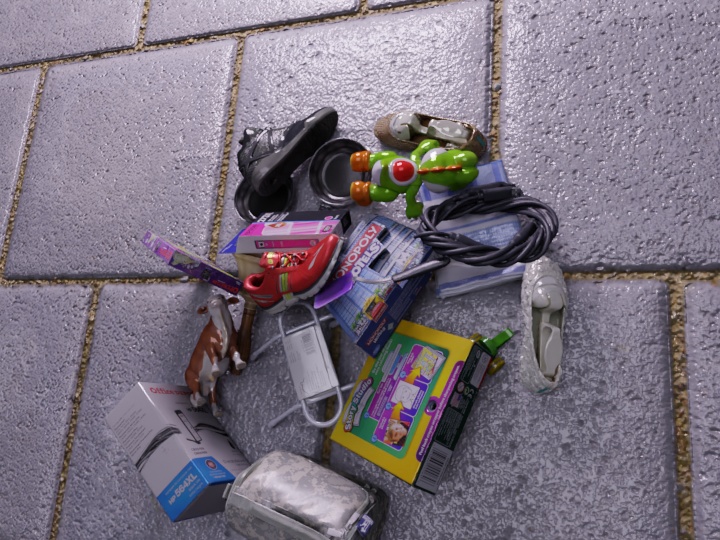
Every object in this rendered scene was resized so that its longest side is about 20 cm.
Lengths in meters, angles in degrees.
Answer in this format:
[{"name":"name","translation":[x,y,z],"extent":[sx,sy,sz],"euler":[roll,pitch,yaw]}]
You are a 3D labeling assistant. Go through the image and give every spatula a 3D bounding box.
[{"name":"spatula","translation":[0.029,0.011,0.864],"extent":[0.199,0.021,0.057],"euler":[-13,28,5]}]

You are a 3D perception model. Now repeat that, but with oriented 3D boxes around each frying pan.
[{"name":"frying pan","translation":[-0.142,-0.107,1.067],"extent":[0.115,0.031,0.190],"euler":[-46,64,-3]},{"name":"frying pan","translation":[-0.034,-0.126,1.033],"extent":[0.114,0.031,0.192],"euler":[1,84,18]}]

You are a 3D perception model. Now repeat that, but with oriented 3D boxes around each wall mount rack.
[{"name":"wall mount rack","translation":[-0.094,0.156,0.968],"extent":[0.173,0.075,0.201],"euler":[-22,70,9]}]

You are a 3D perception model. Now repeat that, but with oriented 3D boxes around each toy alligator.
[{"name":"toy alligator","translation":[0.140,0.149,0.894],"extent":[0.200,0.054,0.059],"euler":[-41,67,5]}]

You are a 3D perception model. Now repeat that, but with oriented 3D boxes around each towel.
[{"name":"towel","translation":[0.171,-0.065,0.959],"extent":[0.146,0.024,0.201],"euler":[-13,72,14]}]

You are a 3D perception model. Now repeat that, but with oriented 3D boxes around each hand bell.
[{"name":"hand bell","translation":[-0.186,0.074,1.023],"extent":[0.104,0.104,0.201],"euler":[16,93,22]}]

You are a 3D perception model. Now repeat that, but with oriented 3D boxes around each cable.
[{"name":"cable","translation":[0.174,-0.058,0.883],"extent":[0.199,0.051,0.164],"euler":[-13,44,-8]}]

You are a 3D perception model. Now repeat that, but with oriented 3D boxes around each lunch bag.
[{"name":"lunch bag","translation":[-0.072,0.341,0.855],"extent":[0.199,0.168,0.140],"euler":[17,82,22]}]

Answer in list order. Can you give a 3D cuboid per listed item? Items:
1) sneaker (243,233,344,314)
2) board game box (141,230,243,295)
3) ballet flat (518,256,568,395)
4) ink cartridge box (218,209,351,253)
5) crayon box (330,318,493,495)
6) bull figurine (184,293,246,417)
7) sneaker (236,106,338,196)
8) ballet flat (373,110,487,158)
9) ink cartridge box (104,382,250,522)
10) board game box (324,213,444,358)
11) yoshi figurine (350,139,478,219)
[{"name":"sneaker","translation":[-0.104,0.000,0.907],"extent":[0.200,0.085,0.077],"euler":[-34,26,36]},{"name":"board game box","translation":[-0.274,-0.015,0.997],"extent":[0.032,0.120,0.200],"euler":[-59,31,-5]},{"name":"ballet flat","translation":[0.263,0.073,0.865],"extent":[0.071,0.072,0.202],"euler":[1,78,19]},{"name":"ink cartridge box","translation":[-0.121,-0.061,0.980],"extent":[0.199,0.095,0.037],"euler":[-3,117,19]},{"name":"crayon box","translation":[0.067,0.178,0.864],"extent":[0.172,0.058,0.201],"euler":[12,72,50]},{"name":"bull figurine","translation":[-0.230,0.134,0.979],"extent":[0.201,0.065,0.122],"euler":[-65,34,33]},{"name":"sneaker","translation":[-0.134,-0.229,1.068],"extent":[0.199,0.076,0.114],"euler":[-44,67,-8]},{"name":"ballet flat","translation":[0.107,-0.229,1.001],"extent":[0.199,0.065,0.071],"euler":[14,78,22]},{"name":"ink cartridge box","translation":[-0.274,0.272,0.954],"extent":[0.084,0.146,0.200],"euler":[-46,67,4]},{"name":"board game box","translation":[0.000,0.000,0.954],"extent":[0.199,0.062,0.201],"euler":[28,79,42]},{"name":"yoshi figurine","translation":[0.090,-0.147,0.958],"extent":[0.199,0.113,0.112],"euler":[-1,43,25]}]
